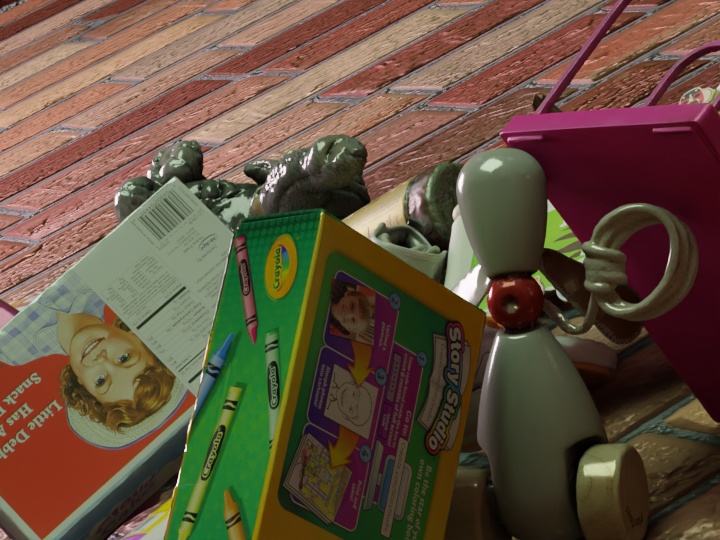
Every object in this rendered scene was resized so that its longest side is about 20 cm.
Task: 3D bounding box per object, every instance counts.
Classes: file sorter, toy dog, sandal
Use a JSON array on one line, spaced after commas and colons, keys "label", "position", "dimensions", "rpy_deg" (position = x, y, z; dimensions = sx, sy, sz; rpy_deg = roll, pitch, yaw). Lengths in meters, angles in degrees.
[{"label": "file sorter", "position": [0.196, -0.038, 1.389], "dimensions": [0.139, 0.200, 0.126], "rpy_deg": [0, 45, 53]}, {"label": "toy dog", "position": [0.090, 0.048, 1.386], "dimensions": [0.131, 0.201, 0.096], "rpy_deg": [15, 7, 17]}, {"label": "sandal", "position": [0.069, 0.063, 1.499], "dimensions": [0.079, 0.060, 0.206], "rpy_deg": [-17, -16, 38]}]

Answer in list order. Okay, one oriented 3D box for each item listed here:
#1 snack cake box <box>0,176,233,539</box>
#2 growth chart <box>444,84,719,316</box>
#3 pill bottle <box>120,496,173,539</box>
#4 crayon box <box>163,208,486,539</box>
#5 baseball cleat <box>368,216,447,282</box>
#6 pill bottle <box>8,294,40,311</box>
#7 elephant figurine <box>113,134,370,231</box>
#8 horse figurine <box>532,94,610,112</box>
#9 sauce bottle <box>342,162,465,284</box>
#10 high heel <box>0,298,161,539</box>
[{"label": "snack cake box", "position": [-0.134, 0.060, 1.598], "dimensions": [0.200, 0.115, 0.067], "rpy_deg": [-41, -15, -14]}, {"label": "growth chart", "position": [0.126, -0.034, 1.555], "dimensions": [0.199, 0.018, 0.145], "rpy_deg": [-28, 28, 14]}, {"label": "pill bottle", "position": [-0.039, 0.133, 1.379], "dimensions": [0.104, 0.105, 0.200], "rpy_deg": [-8, 21, 41]}, {"label": "crayon box", "position": [-0.017, 0.088, 1.284], "dimensions": [0.058, 0.119, 0.201], "rpy_deg": [-8, 62, 41]}, {"label": "baseball cleat", "position": [-0.001, 0.043, 1.571], "dimensions": [0.069, 0.107, 0.200], "rpy_deg": [16, 38, -2]}, {"label": "pill bottle", "position": [-0.124, 0.057, 1.732], "dimensions": [0.199, 0.113, 0.112], "rpy_deg": [-12, 19, 33]}, {"label": "elephant figurine", "position": [-0.045, -0.022, 1.833], "dimensions": [0.199, 0.142, 0.155], "rpy_deg": [-12, 16, 26]}, {"label": "horse figurine", "position": [0.206, -0.079, 1.785], "dimensions": [0.199, 0.050, 0.132], "rpy_deg": [0, 8, -25]}, {"label": "sauce bottle", "position": [0.000, 0.000, 1.725], "dimensions": [0.200, 0.065, 0.065], "rpy_deg": [-30, 6, 46]}, {"label": "high heel", "position": [-0.210, 0.088, 1.661], "dimensions": [0.096, 0.200, 0.067], "rpy_deg": [-30, -21, -36]}]
